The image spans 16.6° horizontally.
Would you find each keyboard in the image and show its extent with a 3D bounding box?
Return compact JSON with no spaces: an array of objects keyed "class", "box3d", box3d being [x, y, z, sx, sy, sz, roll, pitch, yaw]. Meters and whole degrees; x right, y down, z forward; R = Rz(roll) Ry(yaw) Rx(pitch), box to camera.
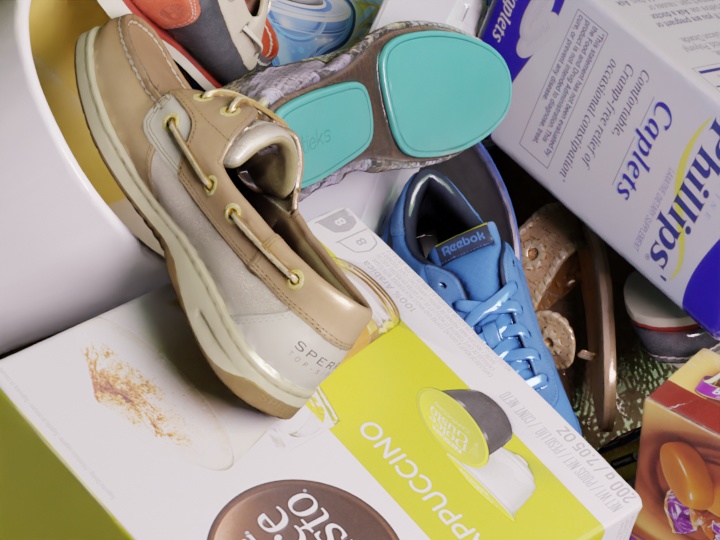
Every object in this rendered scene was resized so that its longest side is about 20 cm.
[{"class":"keyboard","box3d":[0.008,-0.064,1.210,0.056,0.011,0.201,33,69,-26]}]

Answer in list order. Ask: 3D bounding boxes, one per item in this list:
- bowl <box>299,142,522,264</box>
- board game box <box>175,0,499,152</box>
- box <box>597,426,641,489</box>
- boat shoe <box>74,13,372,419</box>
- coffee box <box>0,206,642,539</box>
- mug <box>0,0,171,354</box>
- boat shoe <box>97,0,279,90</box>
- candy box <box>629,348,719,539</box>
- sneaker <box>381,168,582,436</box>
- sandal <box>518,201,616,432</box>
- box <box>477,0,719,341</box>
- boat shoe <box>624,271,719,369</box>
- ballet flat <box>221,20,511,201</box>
[{"class":"bowl","box3d":[0.000,0.000,1.230,0.199,0.039,0.202,2,86,-37]},{"class":"board game box","box3d":[-0.009,-0.107,1.293,0.199,0.034,0.136,-21,87,-36]},{"class":"box","box3d":[0.216,0.126,1.258,0.038,0.200,0.137,-30,91,-38]},{"class":"boat shoe","box3d":[-0.053,-0.034,1.003,0.074,0.066,0.201,24,31,-56]},{"class":"coffee box","box3d":[-0.036,0.136,1.047,0.197,0.201,0.200,-24,55,-35]},{"class":"mug","box3d":[-0.155,-0.035,1.102,0.150,0.153,0.187,60,20,-4]},{"class":"boat shoe","box3d":[-0.069,-0.128,1.135,0.071,0.062,0.200,56,8,14]},{"class":"candy box","box3d":[0.192,0.151,1.220,0.116,0.201,0.056,28,45,31]},{"class":"sneaker","box3d":[0.053,0.033,1.128,0.065,0.079,0.201,-11,43,-13]},{"class":"sandal","box3d":[0.097,-0.010,1.326,0.069,0.078,0.213,1,63,0]},{"class":"box","box3d":[0.184,-0.078,1.247,0.183,0.105,0.200,-14,48,-44]},{"class":"boat shoe","box3d":[0.185,0.023,1.305,0.200,0.071,0.063,-33,126,-68]},{"class":"ballet flat","box3d":[-0.008,-0.076,1.150,0.200,0.072,0.072,-20,85,-51]}]
